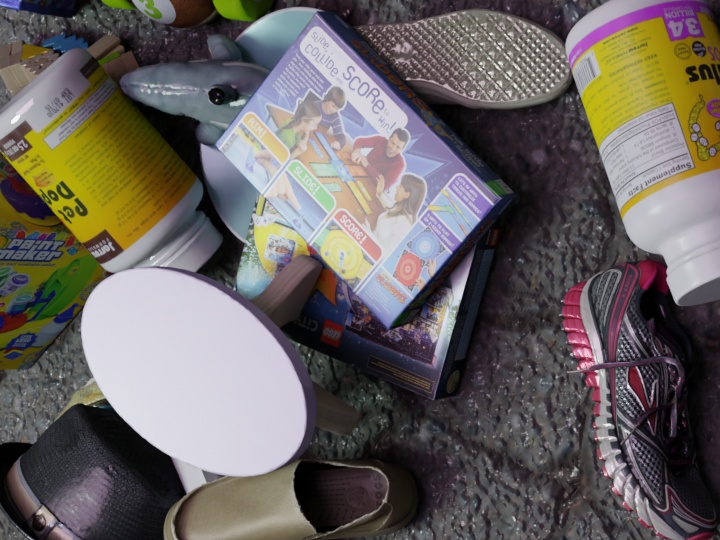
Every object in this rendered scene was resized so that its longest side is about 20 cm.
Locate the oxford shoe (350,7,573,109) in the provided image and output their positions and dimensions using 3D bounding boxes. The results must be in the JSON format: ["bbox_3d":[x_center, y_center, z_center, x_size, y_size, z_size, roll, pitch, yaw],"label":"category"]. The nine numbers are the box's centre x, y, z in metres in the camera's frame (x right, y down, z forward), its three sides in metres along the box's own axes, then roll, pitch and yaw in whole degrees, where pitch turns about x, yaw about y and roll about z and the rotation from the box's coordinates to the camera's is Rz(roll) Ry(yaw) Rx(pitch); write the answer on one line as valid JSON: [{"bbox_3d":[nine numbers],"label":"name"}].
[{"bbox_3d":[0.067,-0.155,1.436,0.198,0.058,0.076,2,80,22],"label":"oxford shoe"}]

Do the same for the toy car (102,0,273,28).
[{"bbox_3d":[-0.184,-0.286,1.546,0.163,0.199,0.160,11,94,34],"label":"toy car"}]

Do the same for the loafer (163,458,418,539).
[{"bbox_3d":[-0.056,0.176,1.454,0.198,0.068,0.077,-13,68,0],"label":"loafer"}]

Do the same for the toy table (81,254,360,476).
[{"bbox_3d":[-0.100,0.070,1.437,0.200,0.117,0.184,44,107,17],"label":"toy table"}]

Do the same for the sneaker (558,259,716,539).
[{"bbox_3d":[0.199,0.089,1.303,0.074,0.080,0.202,-29,70,32],"label":"sneaker"}]

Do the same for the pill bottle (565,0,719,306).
[{"bbox_3d":[0.214,-0.083,1.284,0.104,0.104,0.202,-27,72,34],"label":"pill bottle"}]

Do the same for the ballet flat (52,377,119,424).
[{"bbox_3d":[-0.194,0.098,1.634,0.199,0.070,0.071,-32,69,34],"label":"ballet flat"}]

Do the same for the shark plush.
[{"bbox_3d":[-0.099,-0.128,1.518,0.199,0.083,0.092,28,104,36],"label":"shark plush"}]

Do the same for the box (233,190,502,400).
[{"bbox_3d":[0.000,0.000,1.471,0.199,0.038,0.138,22,104,28],"label":"box"}]

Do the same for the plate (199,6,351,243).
[{"bbox_3d":[-0.052,-0.112,1.549,0.199,0.025,0.202,-2,87,38],"label":"plate"}]

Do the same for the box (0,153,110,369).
[{"bbox_3d":[-0.337,-0.018,1.661,0.193,0.199,0.123,-46,62,28],"label":"box"}]

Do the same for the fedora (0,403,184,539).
[{"bbox_3d":[-0.208,0.176,1.566,0.200,0.200,0.092,41,105,32],"label":"fedora"}]

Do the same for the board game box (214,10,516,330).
[{"bbox_3d":[0.001,-0.075,1.414,0.200,0.034,0.136,47,113,14],"label":"board game box"}]

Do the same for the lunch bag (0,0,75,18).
[{"bbox_3d":[-0.288,-0.300,1.633,0.093,0.200,0.152,11,96,-4],"label":"lunch bag"}]

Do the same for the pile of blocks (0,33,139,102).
[{"bbox_3d":[-0.247,-0.164,1.697,0.199,0.082,0.062,22,145,46],"label":"pile of blocks"}]

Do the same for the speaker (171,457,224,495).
[{"bbox_3d":[-0.085,0.207,1.525,0.081,0.081,0.201,-39,64,30],"label":"speaker"}]

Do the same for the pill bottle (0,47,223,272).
[{"bbox_3d":[-0.205,-0.076,1.571,0.109,0.109,0.200,-32,105,33],"label":"pill bottle"}]
